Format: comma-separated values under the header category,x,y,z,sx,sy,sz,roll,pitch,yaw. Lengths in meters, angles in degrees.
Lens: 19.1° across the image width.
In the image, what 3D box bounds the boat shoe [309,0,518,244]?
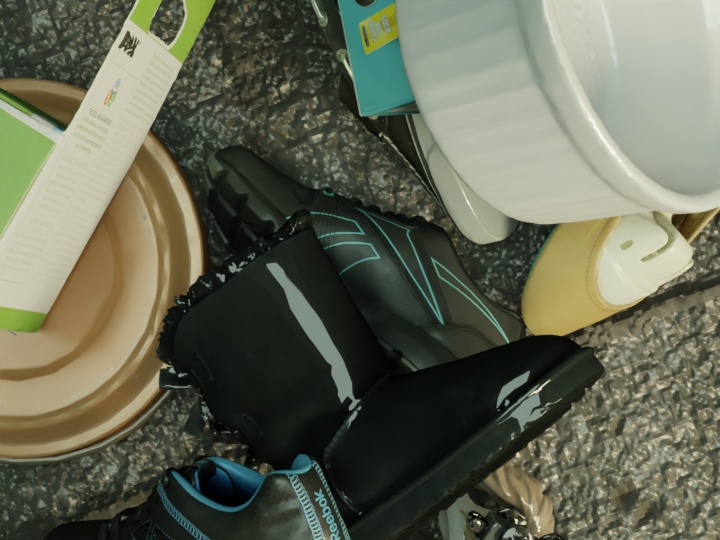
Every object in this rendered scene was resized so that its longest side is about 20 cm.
category,x,y,z,sx,sy,sz,roll,pitch,yaw
boat shoe,0.023,-0.104,1.132,0.063,0.071,0.202,-20,95,37

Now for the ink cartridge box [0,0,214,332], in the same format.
category,x,y,z,sx,sy,sz,roll,pitch,yaw
ink cartridge box,-0.156,-0.075,1.044,0.075,0.148,0.201,29,90,7

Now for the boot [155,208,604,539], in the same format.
category,x,y,z,sx,sy,sz,roll,pitch,yaw
boot,0.002,0.044,1.051,0.198,0.073,0.163,-40,77,27

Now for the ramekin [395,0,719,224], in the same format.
category,x,y,z,sx,sy,sz,roll,pitch,yaw
ramekin,0.104,-0.118,1.029,0.097,0.200,0.203,-13,87,38

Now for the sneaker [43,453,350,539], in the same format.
category,x,y,z,sx,sy,sz,roll,pitch,yaw
sneaker,-0.083,0.127,1.055,0.199,0.073,0.083,-5,107,35

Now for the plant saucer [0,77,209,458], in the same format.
category,x,y,z,sx,sy,sz,roll,pitch,yaw
plant saucer,-0.180,-0.001,1.132,0.198,0.032,0.203,0,89,6

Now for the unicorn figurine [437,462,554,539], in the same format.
category,x,y,z,sx,sy,sz,roll,pitch,yaw
unicorn figurine,0.026,0.178,1.115,0.137,0.074,0.200,41,95,9

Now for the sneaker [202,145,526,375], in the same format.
category,x,y,z,sx,sy,sz,roll,pitch,yaw
sneaker,0.000,0.000,1.135,0.200,0.076,0.079,43,64,11

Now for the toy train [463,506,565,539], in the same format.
category,x,y,z,sx,sy,sz,roll,pitch,yaw
toy train,0.129,0.183,1.097,0.199,0.034,0.046,34,100,-16

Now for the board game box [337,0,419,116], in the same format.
category,x,y,z,sx,sy,sz,roll,pitch,yaw
board game box,0.042,-0.183,1.086,0.047,0.150,0.202,-13,86,38

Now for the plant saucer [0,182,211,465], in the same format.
category,x,y,z,sx,sy,sz,roll,pitch,yaw
plant saucer,-0.177,0.004,1.161,0.198,0.029,0.202,0,89,5

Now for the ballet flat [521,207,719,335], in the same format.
category,x,y,z,sx,sy,sz,roll,pitch,yaw
ballet flat,0.161,-0.038,1.105,0.200,0.069,0.063,-51,42,1
